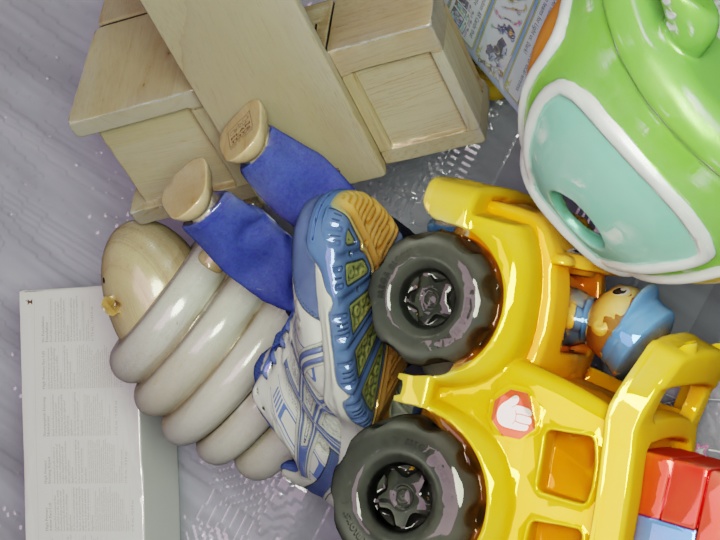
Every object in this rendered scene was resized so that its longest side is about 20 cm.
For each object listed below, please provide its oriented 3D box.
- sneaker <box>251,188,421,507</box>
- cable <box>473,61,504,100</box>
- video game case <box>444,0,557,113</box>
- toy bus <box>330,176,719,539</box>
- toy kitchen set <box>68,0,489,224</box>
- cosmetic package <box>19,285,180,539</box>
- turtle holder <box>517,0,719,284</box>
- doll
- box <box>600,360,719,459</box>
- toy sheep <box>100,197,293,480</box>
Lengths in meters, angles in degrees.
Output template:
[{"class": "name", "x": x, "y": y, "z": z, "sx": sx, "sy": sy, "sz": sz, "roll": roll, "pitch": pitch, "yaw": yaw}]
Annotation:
[{"class": "sneaker", "x": -0.019, "y": 0.045, "z": 0.864, "sx": 0.088, "sy": 0.075, "sz": 0.201, "roll": 14, "pitch": 133, "yaw": 27}, {"class": "cable", "x": 0.126, "y": -0.103, "z": 0.981, "sx": 0.200, "sy": 0.050, "sz": 0.097, "roll": 35, "pitch": 84, "yaw": 8}, {"class": "video game case", "x": 0.087, "y": -0.189, "z": 0.878, "sx": 0.182, "sy": 0.045, "sz": 0.200, "roll": 54, "pitch": 145, "yaw": 26}, {"class": "toy bus", "x": 0.101, "y": 0.070, "z": 0.805, "sx": 0.191, "sy": 0.136, "sz": 0.201, "roll": 10, "pitch": 91, "yaw": 28}, {"class": "toy kitchen set", "x": -0.051, "y": -0.157, "z": 0.939, "sx": 0.199, "sy": 0.163, "sz": 0.181, "roll": -12, "pitch": 44, "yaw": 20}, {"class": "cosmetic package", "x": -0.152, "y": 0.110, "z": 1.071, "sx": 0.082, "sy": 0.051, "sz": 0.201, "roll": -3, "pitch": 87, "yaw": 20}, {"class": "turtle holder", "x": 0.150, "y": -0.054, "z": 0.753, "sx": 0.185, "sy": 0.141, "sz": 0.132, "roll": 30, "pitch": 134, "yaw": -19}, {"class": "doll", "x": 0.000, "y": 0.000, "z": 0.920, "sx": 0.136, "sy": 0.200, "sz": 0.049, "roll": -44, "pitch": 29, "yaw": 9}, {"class": "box", "x": 0.219, "y": 0.108, "z": 0.883, "sx": 0.199, "sy": 0.115, "sz": 0.133, "roll": 5, "pitch": 90, "yaw": 23}, {"class": "toy sheep", "x": -0.060, "y": 0.045, "z": 0.996, "sx": 0.200, "sy": 0.138, "sz": 0.138, "roll": 40, "pitch": 104, "yaw": -5}]
